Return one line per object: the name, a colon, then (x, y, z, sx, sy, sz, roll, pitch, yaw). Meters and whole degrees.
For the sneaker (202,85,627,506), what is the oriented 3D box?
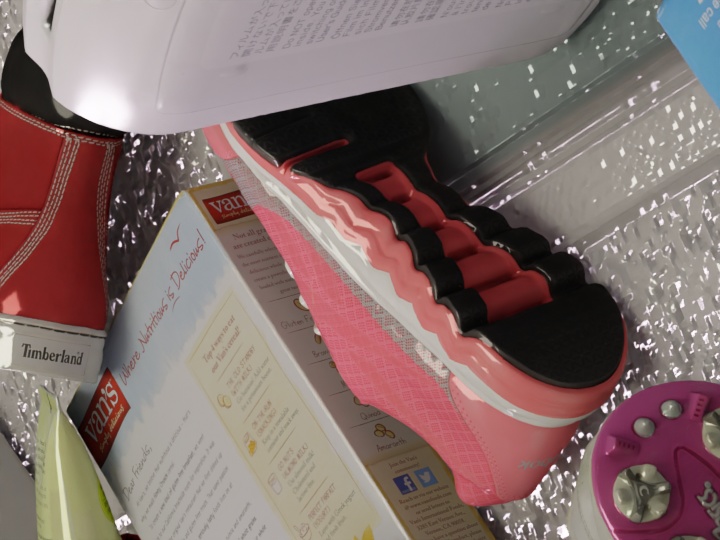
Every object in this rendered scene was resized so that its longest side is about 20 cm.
sneaker: (0.000, 0.000, 0.876, 0.200, 0.074, 0.087, 48, 136, 30)

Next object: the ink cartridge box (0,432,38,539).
ink cartridge box: (-0.193, 0.175, 1.160, 0.148, 0.085, 0.200, 50, 135, 28)

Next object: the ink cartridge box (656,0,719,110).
ink cartridge box: (0.183, -0.036, 0.628, 0.200, 0.084, 0.145, 58, 138, 21)

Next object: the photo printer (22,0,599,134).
photo printer: (0.004, -0.117, 0.732, 0.070, 0.200, 0.167, 55, 138, 23)

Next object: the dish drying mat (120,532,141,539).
dish drying mat: (-0.068, 0.210, 1.072, 0.077, 0.018, 0.201, 11, 111, 50)

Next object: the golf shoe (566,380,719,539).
golf shoe: (0.121, 0.131, 0.784, 0.201, 0.075, 0.092, 67, 162, 9)

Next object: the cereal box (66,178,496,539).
cereal box: (-0.027, 0.085, 0.962, 0.200, 0.039, 0.144, 57, 140, 22)

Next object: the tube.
tube: (-0.101, 0.144, 1.036, 0.058, 0.052, 0.201, -10, 93, 37)

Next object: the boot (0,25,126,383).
boot: (-0.141, -0.037, 1.056, 0.200, 0.072, 0.145, 8, 88, 63)
